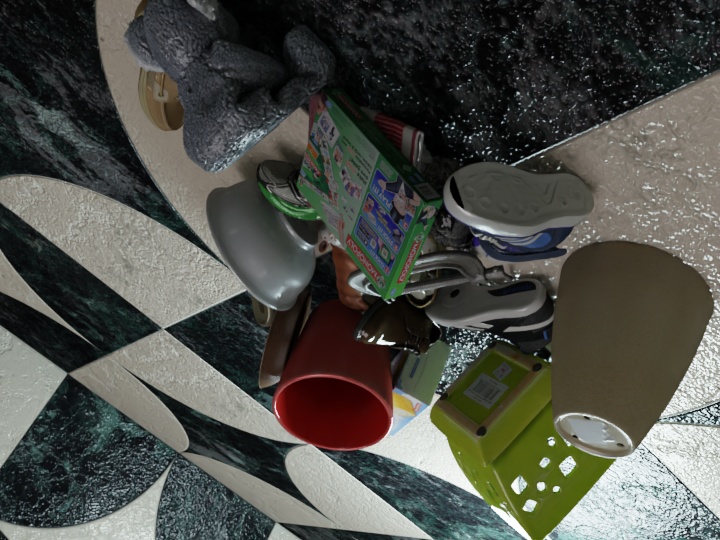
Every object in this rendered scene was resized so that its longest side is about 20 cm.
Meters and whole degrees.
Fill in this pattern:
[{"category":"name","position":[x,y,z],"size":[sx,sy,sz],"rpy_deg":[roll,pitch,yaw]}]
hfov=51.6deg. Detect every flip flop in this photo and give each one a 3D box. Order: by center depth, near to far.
[{"category":"flip flop","position":[-0.179,-0.005,1.178],"size":[0.081,0.057,0.205],"rpy_deg":[13,116,58]}]

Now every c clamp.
[{"category":"c clamp","position":[0.088,0.013,0.949],"size":[0.195,0.028,0.171],"rpy_deg":[-9,163,17]}]

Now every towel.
[{"category":"towel","position":[0.001,-0.115,0.858],"size":[0.199,0.022,0.148],"rpy_deg":[31,126,45]}]

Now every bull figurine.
[{"category":"bull figurine","position":[0.000,0.000,1.104],"size":[0.120,0.065,0.202],"rpy_deg":[32,156,24]}]

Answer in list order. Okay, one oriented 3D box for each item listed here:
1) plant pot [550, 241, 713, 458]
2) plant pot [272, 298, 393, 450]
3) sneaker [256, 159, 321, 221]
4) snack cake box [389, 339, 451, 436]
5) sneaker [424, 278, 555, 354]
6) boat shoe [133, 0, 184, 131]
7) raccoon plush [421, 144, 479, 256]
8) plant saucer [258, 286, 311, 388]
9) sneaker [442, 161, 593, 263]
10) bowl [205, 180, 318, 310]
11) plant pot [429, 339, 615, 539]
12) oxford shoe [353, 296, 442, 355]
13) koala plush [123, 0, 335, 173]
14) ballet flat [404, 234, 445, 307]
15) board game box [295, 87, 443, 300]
[{"category":"plant pot","position":[0.297,0.106,0.876],"size":[0.184,0.202,0.189],"rpy_deg":[22,150,13]},{"category":"plant pot","position":[-0.034,0.159,1.204],"size":[0.195,0.180,0.203],"rpy_deg":[5,136,5]},{"category":"sneaker","position":[-0.045,-0.114,0.989],"size":[0.195,0.079,0.086],"rpy_deg":[16,142,6]},{"category":"snack cake box","position":[0.079,0.198,1.287],"size":[0.066,0.117,0.201],"rpy_deg":[26,149,-2]},{"category":"sneaker","position":[0.190,0.075,1.051],"size":[0.197,0.074,0.112],"rpy_deg":[-5,136,45]},{"category":"boat shoe","position":[-0.240,-0.248,0.948],"size":[0.063,0.072,0.202],"rpy_deg":[24,148,9]},{"category":"raccoon plush","position":[0.075,-0.076,0.913],"size":[0.132,0.097,0.202],"rpy_deg":[25,149,23]},{"category":"plant saucer","position":[-0.119,0.101,1.236],"size":[0.036,0.204,0.202],"rpy_deg":[16,149,4]},{"category":"sneaker","position":[0.147,-0.048,0.825],"size":[0.196,0.082,0.146],"rpy_deg":[-3,156,-30]},{"category":"bowl","position":[-0.122,-0.053,1.061],"size":[0.089,0.203,0.202],"rpy_deg":[-31,121,18]},{"category":"plant pot","position":[0.226,0.228,1.081],"size":[0.182,0.199,0.199],"rpy_deg":[51,171,-22]},{"category":"oxford shoe","position":[0.062,0.082,1.072],"size":[0.084,0.198,0.074],"rpy_deg":[40,112,27]},{"category":"koala plush","position":[-0.165,-0.231,0.819],"size":[0.176,0.184,0.201],"rpy_deg":[-25,108,46]},{"category":"ballet flat","position":[0.081,-0.019,1.014],"size":[0.069,0.072,0.202],"rpy_deg":[17,147,20]},{"category":"board game box","position":[0.001,-0.087,0.822],"size":[0.201,0.029,0.136],"rpy_deg":[52,139,31]}]
